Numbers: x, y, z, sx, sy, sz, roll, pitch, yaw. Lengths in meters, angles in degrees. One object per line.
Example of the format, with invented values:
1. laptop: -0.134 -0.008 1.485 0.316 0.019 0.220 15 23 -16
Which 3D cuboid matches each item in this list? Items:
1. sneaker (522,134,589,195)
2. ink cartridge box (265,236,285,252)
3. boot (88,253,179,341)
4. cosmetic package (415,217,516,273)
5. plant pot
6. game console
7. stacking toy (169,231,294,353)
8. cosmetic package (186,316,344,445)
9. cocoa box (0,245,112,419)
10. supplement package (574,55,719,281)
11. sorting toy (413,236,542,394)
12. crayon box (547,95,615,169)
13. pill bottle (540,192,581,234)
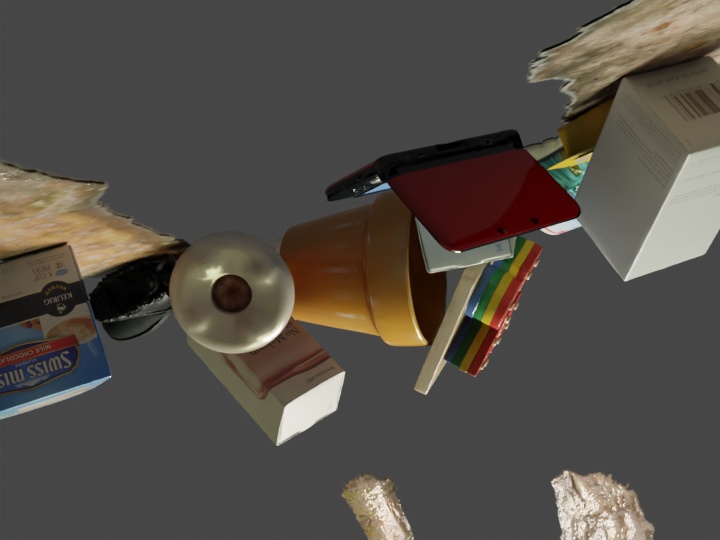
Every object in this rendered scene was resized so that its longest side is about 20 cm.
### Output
1. sneaker: 0.266 -0.135 1.350 0.200 0.080 0.077 -20 177 19
2. ink cartridge box: -0.084 0.007 1.507 0.200 0.115 0.068 -17 177 -20
3. boot: -0.286 0.040 1.323 0.198 0.073 0.162 -27 176 22
4. cosmetic package: 0.132 -0.068 1.263 0.105 0.071 0.200 -11 -165 13
5. plant pot: 0.000 0.000 1.365 0.183 0.201 0.200 -3 -178 18
6. game console: 0.095 -0.072 1.109 0.200 0.119 0.172 -15 176 -37
7. stacking toy: -0.148 0.008 1.302 0.146 0.146 0.200 -18 -167 5
8. cosmetic package: -0.124 0.110 1.347 0.103 0.200 0.087 -29 149 -34
9. cocoa box: -0.330 0.069 1.024 0.133 0.131 0.200 -17 177 -20
10. supplement package: 0.321 -0.104 1.109 0.117 0.117 0.200 -17 146 -22
11. sorting toy: 0.162 0.047 1.370 0.199 0.070 0.200 -50 164 -52
12. crayon box: 0.321 -0.175 1.222 0.200 0.051 0.127 -17 177 -24
13. pill bottle: 0.368 -0.133 1.698 0.109 0.109 0.200 -15 176 -40
